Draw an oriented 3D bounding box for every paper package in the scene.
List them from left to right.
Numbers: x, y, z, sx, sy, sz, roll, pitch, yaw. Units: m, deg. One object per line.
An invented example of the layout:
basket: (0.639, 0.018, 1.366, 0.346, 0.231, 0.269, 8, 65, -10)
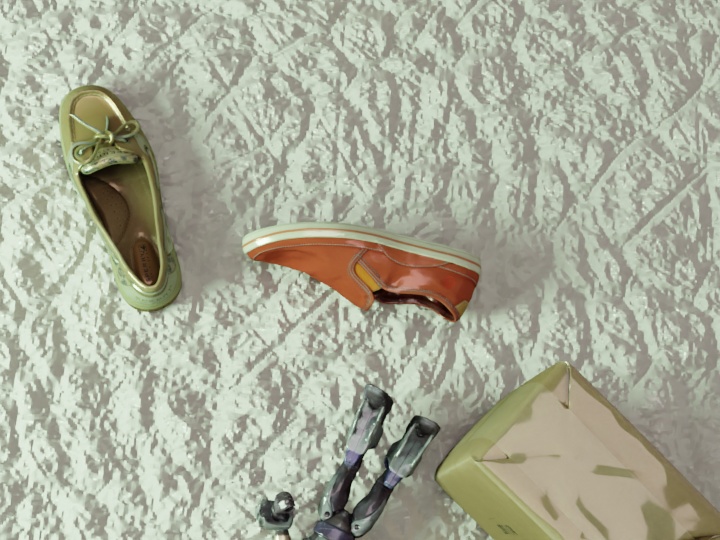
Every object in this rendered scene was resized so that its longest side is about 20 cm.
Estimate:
paper package: (0.165, 0.178, 1.242, 0.191, 0.200, 0.103, 44, 77, 5)

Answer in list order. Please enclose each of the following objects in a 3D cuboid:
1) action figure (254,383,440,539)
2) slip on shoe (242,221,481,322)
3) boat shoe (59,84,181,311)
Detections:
action figure: (-0.014, 0.195, 1.288, 0.130, 0.069, 0.201, 28, 78, -4)
slip on shoe: (0.000, 0.000, 1.337, 0.199, 0.074, 0.062, 12, 78, -8)
boat shoe: (-0.194, -0.067, 1.334, 0.073, 0.063, 0.201, -22, 79, -10)
